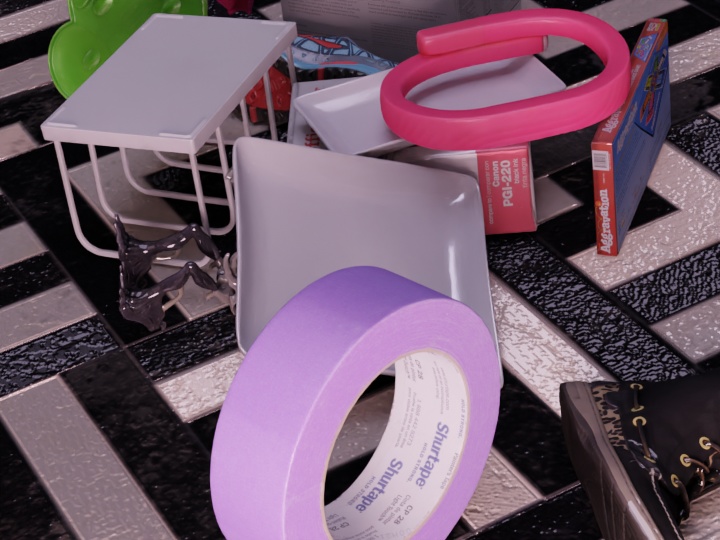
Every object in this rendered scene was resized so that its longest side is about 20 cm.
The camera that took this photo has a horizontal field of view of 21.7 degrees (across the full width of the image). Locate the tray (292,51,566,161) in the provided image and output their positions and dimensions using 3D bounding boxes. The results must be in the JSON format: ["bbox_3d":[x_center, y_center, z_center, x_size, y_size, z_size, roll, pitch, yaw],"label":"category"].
[{"bbox_3d":[0.054,-0.133,1.500,0.199,0.022,0.108,-18,38,-15],"label":"tray"}]

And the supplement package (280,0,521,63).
[{"bbox_3d":[0.033,-0.309,1.750,0.190,0.201,0.147,12,39,25],"label":"supplement package"}]

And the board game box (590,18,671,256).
[{"bbox_3d":[0.219,-0.110,1.511,0.019,0.104,0.200,7,37,19],"label":"board game box"}]

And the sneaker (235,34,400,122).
[{"bbox_3d":[-0.042,-0.173,1.697,0.199,0.080,0.095,20,30,25],"label":"sneaker"}]

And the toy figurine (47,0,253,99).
[{"bbox_3d":[-0.181,-0.249,1.788,0.150,0.200,0.184,49,30,6],"label":"toy figurine"}]

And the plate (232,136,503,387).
[{"bbox_3d":[0.000,0.000,1.376,0.198,0.032,0.201,9,52,-17],"label":"plate"}]

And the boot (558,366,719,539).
[{"bbox_3d":[0.220,0.125,1.204,0.149,0.074,0.200,-12,29,-6],"label":"boot"}]

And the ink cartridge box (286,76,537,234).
[{"bbox_3d":[0.040,-0.095,1.543,0.198,0.085,0.146,-6,34,6],"label":"ink cartridge box"}]

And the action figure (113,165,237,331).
[{"bbox_3d":[-0.087,-0.012,1.432,0.198,0.102,0.119,-7,47,1],"label":"action figure"}]

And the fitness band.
[{"bbox_3d":[0.112,-0.148,1.466,0.198,0.038,0.144,-13,39,-7],"label":"fitness band"}]

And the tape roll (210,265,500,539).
[{"bbox_3d":[0.000,0.102,1.161,0.065,0.201,0.200,22,44,38],"label":"tape roll"}]

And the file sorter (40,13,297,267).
[{"bbox_3d":[-0.146,-0.112,1.566,0.138,0.125,0.200,7,37,22],"label":"file sorter"}]
